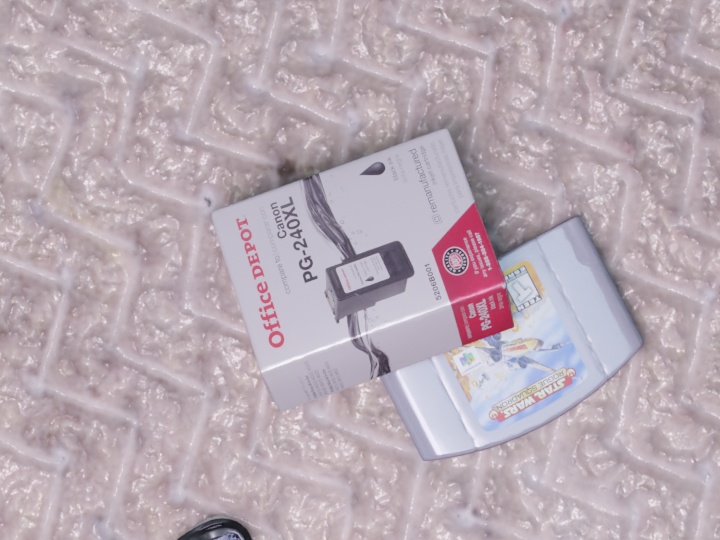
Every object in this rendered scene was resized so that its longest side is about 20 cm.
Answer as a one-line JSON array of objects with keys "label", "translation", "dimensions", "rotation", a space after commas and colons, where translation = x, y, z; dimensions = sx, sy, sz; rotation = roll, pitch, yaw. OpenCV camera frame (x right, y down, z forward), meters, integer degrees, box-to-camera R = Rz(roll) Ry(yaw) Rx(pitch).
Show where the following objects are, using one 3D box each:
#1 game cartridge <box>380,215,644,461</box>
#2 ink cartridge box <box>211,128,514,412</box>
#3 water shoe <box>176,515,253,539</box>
[{"label": "game cartridge", "translation": [0.115, 0.061, 1.686], "dimensions": [0.199, 0.042, 0.134], "rotation": [-28, 82, -2]}, {"label": "ink cartridge box", "translation": [0.000, 0.000, 1.644], "dimensions": [0.198, 0.084, 0.146], "rotation": [-20, 65, 0]}, {"label": "water shoe", "translation": [-0.165, 0.262, 1.647], "dimensions": [0.071, 0.079, 0.200], "rotation": [43, 87, 3]}]
